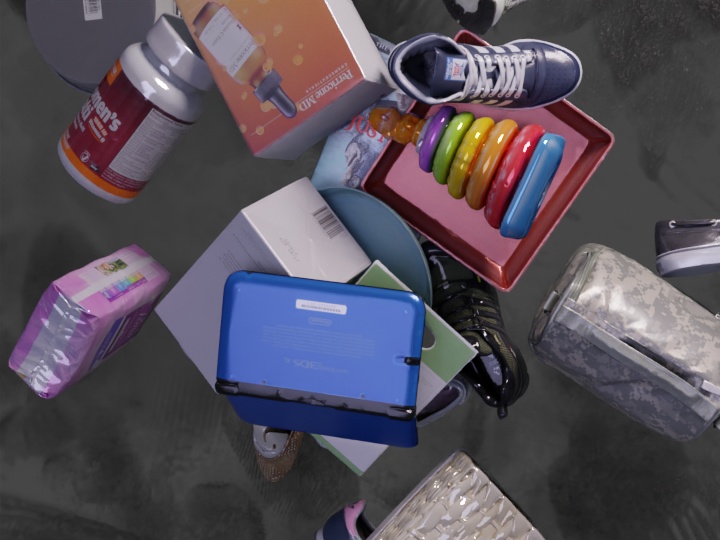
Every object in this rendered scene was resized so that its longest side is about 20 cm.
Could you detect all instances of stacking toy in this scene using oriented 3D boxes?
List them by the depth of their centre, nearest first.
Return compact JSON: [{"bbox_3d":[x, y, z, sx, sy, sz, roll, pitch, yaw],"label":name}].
[{"bbox_3d":[0.096,-0.121,0.949,0.197,0.116,0.111,27,99,14],"label":"stacking toy"}]

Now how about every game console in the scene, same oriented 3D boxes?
[{"bbox_3d":[-0.034,0.093,0.943,0.196,0.118,0.174,7,95,8],"label":"game console"}]

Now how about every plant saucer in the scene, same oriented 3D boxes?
[{"bbox_3d":[0.132,-0.114,1.004,0.198,0.037,0.201,34,102,-1],"label":"plant saucer"},{"bbox_3d":[0.000,0.000,1.039,0.197,0.027,0.204,19,124,30],"label":"plant saucer"}]

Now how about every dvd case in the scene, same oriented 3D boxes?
[{"bbox_3d":[0.034,-0.138,1.050,0.144,0.022,0.203,27,102,10],"label":"dvd case"}]

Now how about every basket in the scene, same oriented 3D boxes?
[{"bbox_3d":[0.091,0.307,1.012,0.136,0.123,0.200,45,84,4],"label":"basket"}]

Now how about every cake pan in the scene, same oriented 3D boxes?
[{"bbox_3d":[-0.308,-0.307,1.108,0.196,0.037,0.205,2,98,14],"label":"cake pan"}]

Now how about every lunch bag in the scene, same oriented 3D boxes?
[{"bbox_3d":[0.272,0.074,0.940,0.198,0.168,0.141,33,104,8],"label":"lunch bag"}]

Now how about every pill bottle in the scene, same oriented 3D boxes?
[{"bbox_3d":[-0.244,-0.182,1.066,0.110,0.109,0.200,45,109,5],"label":"pill bottle"}]

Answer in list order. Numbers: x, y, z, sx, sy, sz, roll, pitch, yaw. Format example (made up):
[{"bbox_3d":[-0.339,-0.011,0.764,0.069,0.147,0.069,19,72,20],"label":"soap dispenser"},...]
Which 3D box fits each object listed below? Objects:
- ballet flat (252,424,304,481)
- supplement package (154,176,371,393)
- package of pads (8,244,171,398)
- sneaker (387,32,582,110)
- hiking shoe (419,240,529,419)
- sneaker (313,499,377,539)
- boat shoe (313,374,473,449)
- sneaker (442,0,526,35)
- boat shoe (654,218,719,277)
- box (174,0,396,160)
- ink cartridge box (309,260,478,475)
[{"bbox_3d":[-0.092,0.156,1.091,0.070,0.065,0.203,30,108,34],"label":"ballet flat"},{"bbox_3d":[-0.108,0.017,1.025,0.122,0.119,0.200,51,129,3],"label":"supplement package"},{"bbox_3d":[-0.303,0.053,1.072,0.075,0.200,0.121,37,108,1],"label":"package of pads"},{"bbox_3d":[0.121,-0.192,0.918,0.196,0.109,0.072,4,102,5],"label":"sneaker"},{"bbox_3d":[0.118,0.057,1.013,0.075,0.101,0.202,-32,89,16],"label":"hiking shoe"},{"bbox_3d":[0.037,0.355,1.091,0.200,0.070,0.082,45,107,3],"label":"sneaker"},{"bbox_3d":[0.030,0.155,1.068,0.199,0.065,0.076,-18,93,16],"label":"boat shoe"},{"bbox_3d":[0.106,-0.333,0.990,0.202,0.088,0.077,59,147,18],"label":"sneaker"},{"bbox_3d":[0.393,-0.041,0.950,0.196,0.070,0.068,-11,77,13],"label":"boat shoe"},{"bbox_3d":[-0.080,-0.244,1.008,0.151,0.106,0.202,-31,84,19],"label":"box"},{"bbox_3d":[0.010,0.100,0.999,0.145,0.048,0.201,40,109,-3],"label":"ink cartridge box"}]
